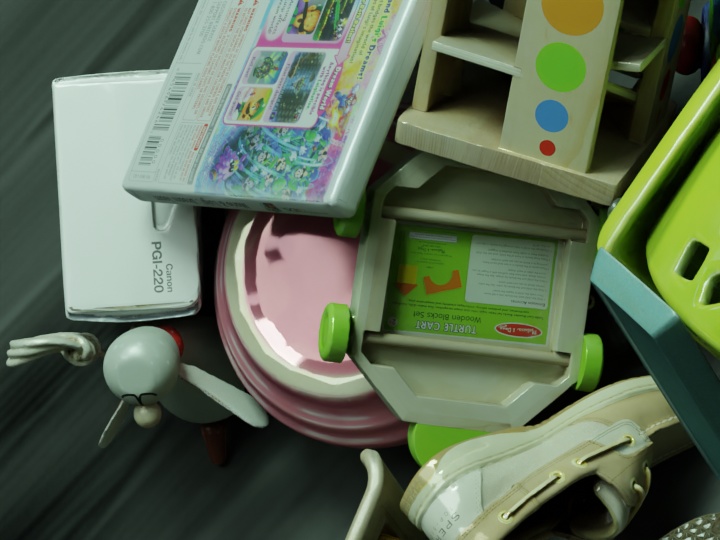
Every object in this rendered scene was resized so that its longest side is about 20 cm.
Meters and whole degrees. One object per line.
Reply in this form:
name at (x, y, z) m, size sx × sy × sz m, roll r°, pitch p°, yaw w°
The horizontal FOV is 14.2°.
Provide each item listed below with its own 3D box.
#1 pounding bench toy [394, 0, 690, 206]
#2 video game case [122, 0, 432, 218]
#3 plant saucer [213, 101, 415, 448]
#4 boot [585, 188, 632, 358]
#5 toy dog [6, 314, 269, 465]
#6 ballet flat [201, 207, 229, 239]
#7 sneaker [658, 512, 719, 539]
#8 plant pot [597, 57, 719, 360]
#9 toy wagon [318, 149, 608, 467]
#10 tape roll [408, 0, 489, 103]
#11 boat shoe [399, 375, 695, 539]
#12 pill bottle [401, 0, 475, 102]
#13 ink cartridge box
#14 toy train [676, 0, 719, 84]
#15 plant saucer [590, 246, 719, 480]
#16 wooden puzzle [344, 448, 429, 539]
pounding bench toy at (0.120, -0.157, 1.559) m, size 0.124 × 0.200 × 0.156 m, roll 17°, pitch 119°, yaw 15°
video game case at (-0.034, -0.126, 1.595) m, size 0.182 × 0.024 × 0.200 m, roll 6°, pitch 68°, yaw 47°
plant saucer at (0.000, 0.000, 1.636) m, size 0.200 × 0.051 × 0.201 m, roll -4°, pitch 81°, yaw 25°
boot at (0.098, -0.011, 1.670) m, size 0.151 × 0.073 × 0.200 m, roll -37°, pitch 54°, yaw 15°
toy dog at (-0.109, 0.076, 1.721) m, size 0.132 × 0.200 × 0.096 m, roll -6°, pitch 92°, yaw 33°
ballet flat at (-0.032, -0.036, 1.782) m, size 0.200 × 0.073 × 0.073 m, roll -4°, pitch 62°, yaw 35°
sneaker at (0.156, 0.214, 1.492) m, size 0.070 × 0.076 × 0.200 m, roll 7°, pitch 47°, yaw 42°
plant pot at (0.251, -0.016, 1.465) m, size 0.199 × 0.200 × 0.181 m, roll -55°, pitch 39°, yaw -2°
toy wagon at (0.055, 0.030, 1.563) m, size 0.040 × 0.155 × 0.200 m, roll -155°, pitch 72°, yaw -78°
tape roll at (-0.004, -0.109, 1.776) m, size 0.203 × 0.037 × 0.203 m, roll -20°, pitch 29°, yaw 12°
boat shoe at (0.115, 0.114, 1.525) m, size 0.069 × 0.200 × 0.074 m, roll 54°, pitch 144°, yaw 26°
pill bottle at (-0.012, -0.180, 1.743) m, size 0.113 × 0.113 × 0.200 m, roll -49°, pitch 27°, yaw 3°
ink cartridge box at (-0.139, -0.045, 1.758) m, size 0.085 × 0.200 × 0.146 m, roll -4°, pitch 91°, yaw -4°
toy train at (0.212, -0.084, 1.574) m, size 0.085 × 0.116 × 0.200 m, roll 1°, pitch 61°, yaw 5°
plant saucer at (0.172, 0.066, 1.469) m, size 0.019 × 0.200 × 0.070 m, roll -40°, pitch 44°, yaw -5°
wooden puzzle at (0.002, 0.214, 1.539) m, size 0.037 × 0.185 × 0.200 m, roll 14°, pitch 73°, yaw 17°
